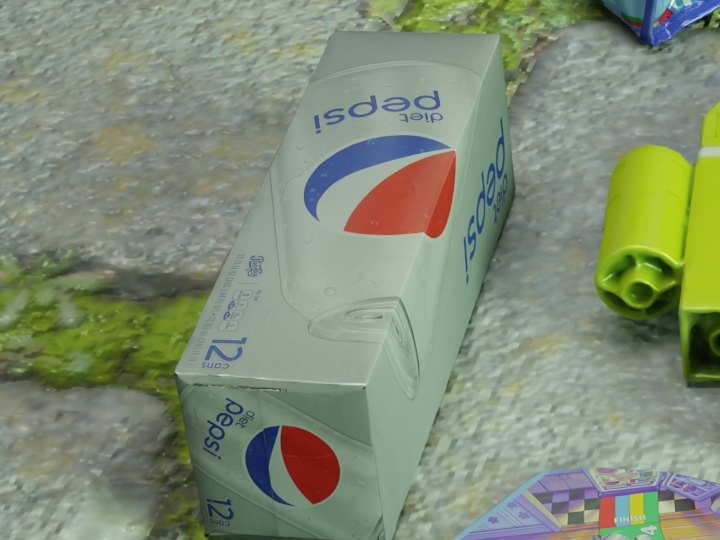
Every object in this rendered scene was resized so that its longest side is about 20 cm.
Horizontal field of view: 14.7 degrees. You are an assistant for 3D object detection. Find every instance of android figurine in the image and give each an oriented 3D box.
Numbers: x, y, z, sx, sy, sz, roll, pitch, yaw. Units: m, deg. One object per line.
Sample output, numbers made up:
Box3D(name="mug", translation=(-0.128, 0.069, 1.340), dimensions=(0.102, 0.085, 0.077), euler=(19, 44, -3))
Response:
Box3D(name="android figurine", translation=(0.171, -0.015, 0.930), dimensions=(0.181, 0.041, 0.201), euler=(1, 38, 14))

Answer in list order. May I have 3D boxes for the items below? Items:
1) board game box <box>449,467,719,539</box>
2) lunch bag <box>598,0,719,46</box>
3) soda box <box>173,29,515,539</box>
Box3D(name="board game box", translation=(0.060, 0.108, 0.780), dimensions=(0.200, 0.039, 0.158), euler=(-34, 42, -30))
Box3D(name="lunch bag", translation=(0.105, -0.216, 1.080), dimensions=(0.094, 0.201, 0.151), euler=(-21, 37, -18))
Box3D(name="soda box", translation=(0.000, 0.000, 0.920), dimensions=(0.063, 0.069, 0.200), euler=(3, 37, 16))
